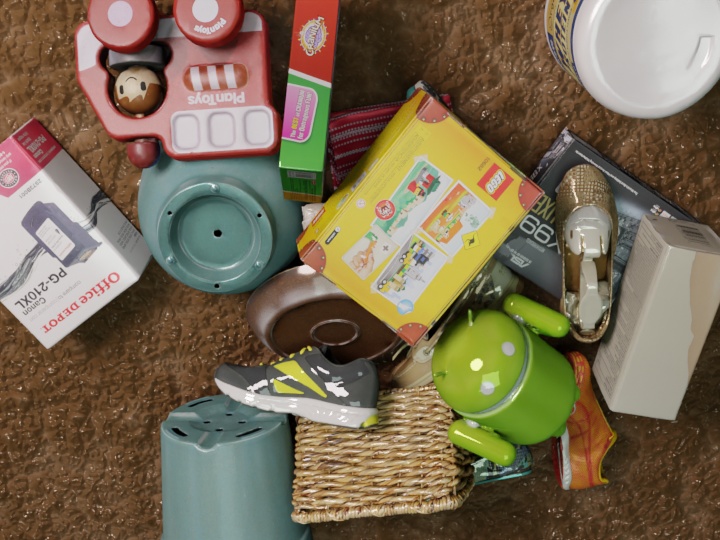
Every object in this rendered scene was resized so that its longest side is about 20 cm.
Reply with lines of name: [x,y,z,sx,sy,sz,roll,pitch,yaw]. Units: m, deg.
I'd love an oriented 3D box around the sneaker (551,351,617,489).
sneaker: [0.270,0.178,1.164,0.076,0.073,0.201,-10,123,-1]

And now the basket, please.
basket: [0.031,0.232,1.108,0.198,0.150,0.143,-10,147,14]

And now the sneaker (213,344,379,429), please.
sneaker: [-0.067,0.121,1.073,0.198,0.074,0.085,10,83,16]

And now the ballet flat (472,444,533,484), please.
ballet flat: [0.113,0.242,1.193,0.198,0.074,0.075,-18,112,4]

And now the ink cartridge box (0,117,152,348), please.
ink cartridge box: [-0.348,-0.038,1.049,0.144,0.084,0.200,-35,109,13]

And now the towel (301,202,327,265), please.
towel: [0.000,0.000,1.056,0.131,0.035,0.201,-3,139,-5]

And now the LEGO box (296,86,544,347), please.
LEGO box: [0.055,-0.052,0.942,0.149,0.077,0.200,38,99,-16]

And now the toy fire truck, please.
toy fire truck: [-0.180,-0.189,0.945,0.198,0.112,0.170,-4,88,2]

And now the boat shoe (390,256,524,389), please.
boat shoe: [0.100,0.064,1.111,0.063,0.073,0.200,43,101,-9]

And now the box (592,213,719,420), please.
box: [0.324,0.052,1.041,0.077,0.095,0.202,9,115,-5]

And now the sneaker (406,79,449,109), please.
sneaker: [0.084,-0.101,1.020,0.079,0.078,0.201,-15,110,12]

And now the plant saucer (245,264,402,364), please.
plant saucer: [-0.029,0.058,1.069,0.198,0.032,0.201,-3,147,-2]

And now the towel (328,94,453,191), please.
towel: [0.043,-0.087,1.070,0.143,0.023,0.202,-9,112,2]

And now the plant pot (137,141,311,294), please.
plant pot: [-0.147,-0.057,1.019,0.198,0.134,0.202,0,112,-1]

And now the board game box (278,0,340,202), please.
board game box: [-0.046,-0.178,0.920,0.040,0.153,0.202,5,83,-2]

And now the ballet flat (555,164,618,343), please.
ballet flat: [0.246,-0.011,1.026,0.070,0.065,0.202,-7,113,5]

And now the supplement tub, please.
supplement tub: [0.255,-0.236,0.915,0.143,0.200,0.146,0,113,-1]

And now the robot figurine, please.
robot figurine: [0.156,0.116,1.040,0.200,0.115,0.177,34,79,-39]

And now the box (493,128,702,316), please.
box: [0.262,-0.039,1.078,0.199,0.050,0.158,32,110,-13]

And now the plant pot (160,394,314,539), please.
plant pot: [-0.152,0.262,1.130,0.198,0.200,0.198,-4,105,1]
